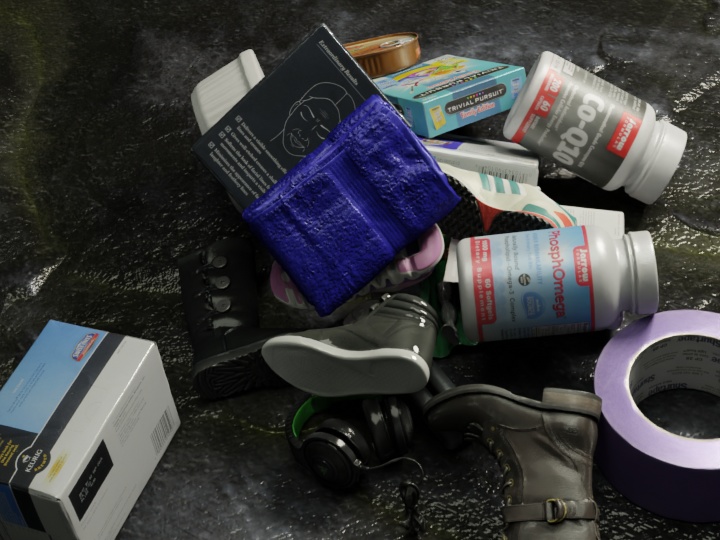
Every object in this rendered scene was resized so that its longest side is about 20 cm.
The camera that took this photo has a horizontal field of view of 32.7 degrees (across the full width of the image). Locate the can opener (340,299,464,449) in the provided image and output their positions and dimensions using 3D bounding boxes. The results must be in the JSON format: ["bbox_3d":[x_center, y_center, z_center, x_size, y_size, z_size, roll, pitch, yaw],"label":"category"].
[{"bbox_3d":[0.053,0.109,1.303,0.052,0.067,0.200,-31,57,-20],"label":"can opener"}]

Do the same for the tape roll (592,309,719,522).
[{"bbox_3d":[0.327,0.140,1.208,0.196,0.086,0.202,-5,44,5],"label":"tape roll"}]

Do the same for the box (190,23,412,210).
[{"bbox_3d":[-0.068,-0.147,1.358,0.200,0.149,0.107,-42,8,0],"label":"box"}]

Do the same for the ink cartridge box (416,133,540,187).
[{"bbox_3d":[0.125,-0.137,1.506,0.195,0.044,0.200,9,14,9],"label":"ink cartridge box"}]

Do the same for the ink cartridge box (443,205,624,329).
[{"bbox_3d":[0.199,-0.013,1.389,0.196,0.051,0.162,5,41,8],"label":"ink cartridge box"}]

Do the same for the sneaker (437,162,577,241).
[{"bbox_3d":[0.153,-0.070,1.381,0.198,0.071,0.093,25,29,28],"label":"sneaker"}]

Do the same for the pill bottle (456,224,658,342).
[{"bbox_3d":[0.200,0.011,1.259,0.196,0.110,0.110,-6,44,7],"label":"pill bottle"}]

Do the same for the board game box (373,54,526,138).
[{"bbox_3d":[0.101,-0.228,1.579,0.149,0.048,0.199,-22,22,-20],"label":"board game box"}]

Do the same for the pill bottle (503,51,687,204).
[{"bbox_3d":[0.280,-0.167,1.463,0.198,0.114,0.115,27,49,-1],"label":"pill bottle"}]

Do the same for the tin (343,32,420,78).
[{"bbox_3d":[-0.013,-0.287,1.689,0.196,0.042,0.112,-10,24,11],"label":"tin"}]

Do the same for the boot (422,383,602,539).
[{"bbox_3d":[0.143,0.202,1.160,0.197,0.069,0.177,-3,69,27],"label":"boot"}]

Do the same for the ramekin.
[{"bbox_3d":[-0.136,-0.161,1.509,0.093,0.204,0.204,-23,45,1],"label":"ramekin"}]

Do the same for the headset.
[{"bbox_3d":[0.005,0.182,1.239,0.122,0.095,0.200,-27,32,-19],"label":"headset"}]

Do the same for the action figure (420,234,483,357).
[{"bbox_3d":[0.106,0.005,1.403,0.116,0.055,0.202,-11,40,1],"label":"action figure"}]

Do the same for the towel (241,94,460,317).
[{"bbox_3d":[-0.010,-0.068,1.282,0.199,0.050,0.148,-41,86,-1],"label":"towel"}]

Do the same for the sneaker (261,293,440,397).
[{"bbox_3d":[-0.003,0.073,1.269,0.197,0.071,0.100,0,38,30],"label":"sneaker"}]

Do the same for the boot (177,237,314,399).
[{"bbox_3d":[-0.121,0.042,1.394,0.162,0.066,0.201,-10,40,-4],"label":"boot"}]

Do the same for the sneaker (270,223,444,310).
[{"bbox_3d":[0.000,0.000,1.350,0.197,0.088,0.082,-14,75,8],"label":"sneaker"}]

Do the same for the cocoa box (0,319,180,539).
[{"bbox_3d":[-0.290,0.173,1.228,0.129,0.135,0.201,10,47,19],"label":"cocoa box"}]
